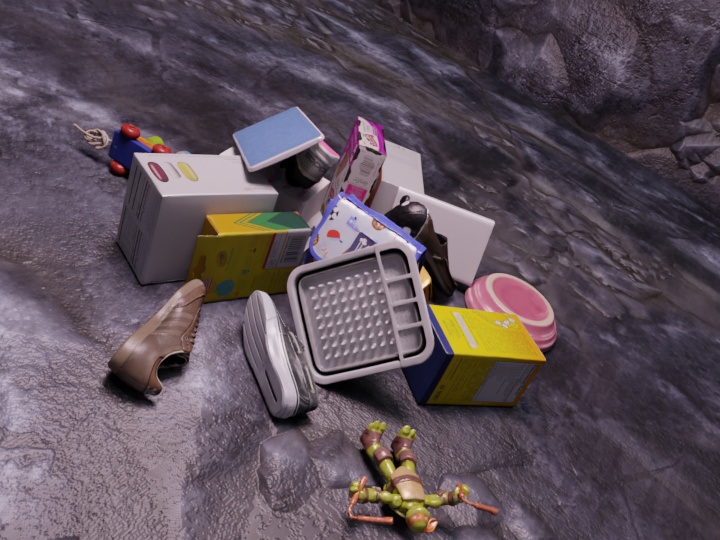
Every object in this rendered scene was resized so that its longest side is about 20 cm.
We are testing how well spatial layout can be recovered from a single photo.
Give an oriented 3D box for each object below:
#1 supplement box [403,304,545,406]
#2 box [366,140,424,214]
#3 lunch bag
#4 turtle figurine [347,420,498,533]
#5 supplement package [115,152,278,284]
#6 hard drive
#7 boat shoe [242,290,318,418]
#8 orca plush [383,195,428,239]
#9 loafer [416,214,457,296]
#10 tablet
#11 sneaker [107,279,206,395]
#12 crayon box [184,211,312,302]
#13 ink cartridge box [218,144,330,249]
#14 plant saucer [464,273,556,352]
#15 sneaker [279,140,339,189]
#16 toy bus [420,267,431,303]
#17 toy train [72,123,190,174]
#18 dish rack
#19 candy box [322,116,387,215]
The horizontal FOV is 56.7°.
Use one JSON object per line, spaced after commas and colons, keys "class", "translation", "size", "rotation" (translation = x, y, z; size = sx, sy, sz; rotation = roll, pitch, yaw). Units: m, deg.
{"class": "supplement box", "translation": [0.174, 0.138, 1.066], "size": [0.195, 0.111, 0.111], "rotation": [8, 36, -27]}
{"class": "box", "translation": [0.066, -0.168, 1.410], "size": [0.095, 0.126, 0.202], "rotation": [18, 32, -10]}
{"class": "lunch bag", "translation": [0.000, 0.000, 1.045], "size": [0.168, 0.203, 0.124], "rotation": [34, 38, 13]}
{"class": "turtle figurine", "translation": [0.063, 0.269, 0.841], "size": [0.194, 0.066, 0.162], "rotation": [4, 30, -17]}
{"class": "supplement package", "translation": [-0.251, -0.083, 1.029], "size": [0.196, 0.158, 0.111], "rotation": [-8, 44, -42]}
{"class": "hard drive", "translation": [0.146, -0.067, 1.298], "size": [0.195, 0.135, 0.026], "rotation": [20, 16, 1]}
{"class": "boat shoe", "translation": [-0.113, 0.119, 0.938], "size": [0.070, 0.072, 0.203], "rotation": [11, 44, -38]}
{"class": "orca plush", "translation": [0.035, -0.076, 1.094], "size": [0.069, 0.109, 0.199], "rotation": [11, 1, -21]}
{"class": "loafer", "translation": [0.140, -0.030, 1.230], "size": [0.073, 0.071, 0.201], "rotation": [42, -10, 48]}
{"class": "tablet", "translation": [-0.138, -0.217, 1.089], "size": [0.127, 0.014, 0.201], "rotation": [-25, 32, -6]}
{"class": "sneaker", "translation": [-0.251, 0.090, 0.887], "size": [0.075, 0.070, 0.201], "rotation": [43, 35, -7]}
{"class": "crayon box", "translation": [-0.181, -0.022, 1.020], "size": [0.196, 0.129, 0.051], "rotation": [-6, 42, -42]}
{"class": "ink cartridge box", "translation": [-0.154, -0.122, 1.185], "size": [0.196, 0.127, 0.129], "rotation": [29, 31, 6]}
{"class": "plant saucer", "translation": [0.301, 0.073, 1.306], "size": [0.195, 0.052, 0.203], "rotation": [19, 32, -12]}
{"class": "sneaker", "translation": [-0.101, -0.188, 1.129], "size": [0.073, 0.088, 0.200], "rotation": [40, 2, -27]}
{"class": "toy bus", "translation": [0.051, -0.015, 1.217], "size": [0.078, 0.066, 0.200], "rotation": [-35, 60, -16]}
{"class": "toy train", "translation": [-0.401, -0.223, 1.202], "size": [0.197, 0.086, 0.116], "rotation": [31, 22, 9]}
{"class": "dish rack", "translation": [0.001, 0.060, 0.959], "size": [0.194, 0.177, 0.043], "rotation": [-14, -1, 13]}
{"class": "candy box", "translation": [-0.016, -0.172, 1.284], "size": [0.059, 0.203, 0.138], "rotation": [17, 31, -13]}
